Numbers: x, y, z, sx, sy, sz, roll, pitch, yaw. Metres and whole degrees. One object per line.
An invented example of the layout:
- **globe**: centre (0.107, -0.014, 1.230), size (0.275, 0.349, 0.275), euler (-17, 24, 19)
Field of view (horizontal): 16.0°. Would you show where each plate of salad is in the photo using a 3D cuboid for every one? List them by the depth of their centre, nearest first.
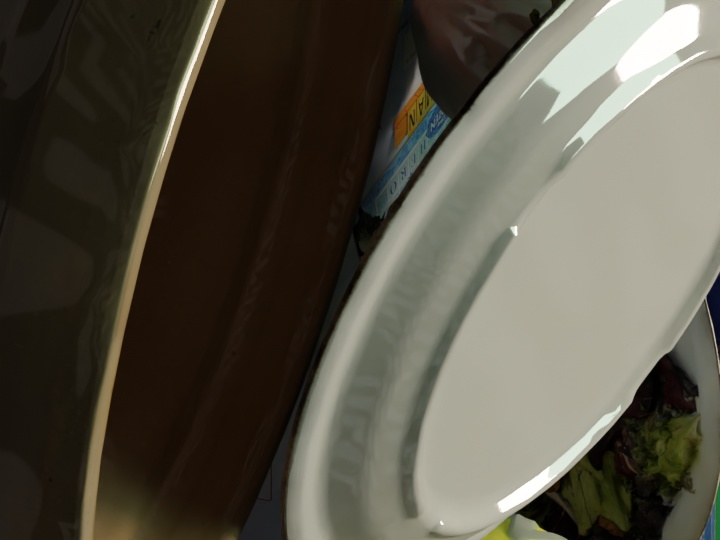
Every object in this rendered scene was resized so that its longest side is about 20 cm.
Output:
- **plate of salad**: centre (0.042, -0.006, 0.640), size (0.200, 0.048, 0.201), euler (-42, 154, -27)
- **plate of salad**: centre (0.058, 0.019, 0.900), size (0.200, 0.048, 0.201), euler (38, -43, 48)

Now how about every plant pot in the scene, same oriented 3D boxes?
- **plant pot**: centre (-0.061, -0.020, 0.539), size (0.201, 0.092, 0.202), euler (18, 90, -80)

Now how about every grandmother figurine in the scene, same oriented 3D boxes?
- **grandmother figurine**: centre (0.065, -0.101, 0.742), size (0.200, 0.060, 0.122), euler (-61, 159, -51)

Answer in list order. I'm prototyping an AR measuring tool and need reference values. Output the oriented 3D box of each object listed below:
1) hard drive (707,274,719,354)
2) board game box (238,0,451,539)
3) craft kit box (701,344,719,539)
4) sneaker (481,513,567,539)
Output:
- **hard drive**: centre (0.112, -0.010, 1.016), size (0.200, 0.025, 0.132), euler (43, -27, 23)
- **board game box**: centre (0.000, 0.000, 0.760), size (0.200, 0.041, 0.201), euler (-51, 147, -58)
- **craft kit box**: centre (0.089, 0.109, 1.057), size (0.048, 0.197, 0.201), euler (-18, 117, -37)
- **sneaker**: centre (0.024, 0.118, 0.704), size (0.200, 0.076, 0.076), euler (-48, 147, -59)
